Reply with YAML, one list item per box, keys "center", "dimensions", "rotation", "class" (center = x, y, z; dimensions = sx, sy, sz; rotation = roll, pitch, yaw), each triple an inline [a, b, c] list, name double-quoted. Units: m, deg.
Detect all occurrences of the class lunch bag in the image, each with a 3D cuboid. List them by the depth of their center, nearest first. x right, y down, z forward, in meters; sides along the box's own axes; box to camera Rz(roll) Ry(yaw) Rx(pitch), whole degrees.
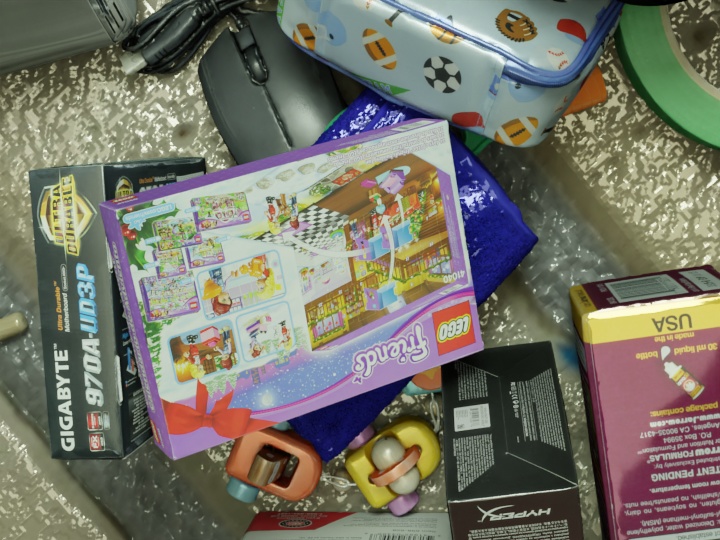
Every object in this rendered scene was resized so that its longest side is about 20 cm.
- center: [0.055, -0.170, 0.739]
  dimensions: [0.198, 0.161, 0.076]
  rotation: [30, 143, 9]
  class: "lunch bag"

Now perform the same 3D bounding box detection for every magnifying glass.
- center: [0.064, -0.088, 0.789]
  dimensions: [0.197, 0.022, 0.081]
  rotation: [-20, 100, -6]
  class: "magnifying glass"

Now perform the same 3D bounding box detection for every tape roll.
- center: [0.257, -0.173, 0.771]
  dimensions: [0.197, 0.048, 0.204]
  rotation: [1, 97, 6]
  class: "tape roll"

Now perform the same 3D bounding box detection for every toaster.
- center: [-0.214, -0.206, 0.746]
  dimensions: [0.127, 0.201, 0.115]
  rotation: [-10, 65, 3]
  class: "toaster"

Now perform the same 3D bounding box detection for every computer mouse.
- center: [-0.060, -0.105, 0.808]
  dimensions: [0.137, 0.053, 0.202]
  rotation: [-32, 92, 7]
  class: "computer mouse"

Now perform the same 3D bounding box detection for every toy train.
- center: [-0.006, 0.087, 0.818]
  dimensions: [0.149, 0.056, 0.202]
  rotation: [29, 98, -3]
  class: "toy train"

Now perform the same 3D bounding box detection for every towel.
- center: [0.000, 0.000, 0.753]
  dimensions: [0.148, 0.050, 0.200]
  rotation: [44, 89, -10]
  class: "towel"

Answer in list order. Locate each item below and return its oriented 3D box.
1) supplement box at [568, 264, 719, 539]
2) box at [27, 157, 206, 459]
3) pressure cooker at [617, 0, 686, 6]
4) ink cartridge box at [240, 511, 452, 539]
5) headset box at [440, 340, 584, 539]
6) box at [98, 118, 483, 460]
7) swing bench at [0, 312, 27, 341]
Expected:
- center: [0.195, 0.108, 0.767]
  dimensions: [0.102, 0.131, 0.203]
  rotation: [-8, 96, 6]
  class: "supplement box"
- center: [-0.137, 0.013, 0.754]
  dimensions: [0.045, 0.200, 0.162]
  rotation: [-2, 97, 9]
  class: "box"
- center: [0.149, -0.239, 0.640]
  dimensions: [0.178, 0.199, 0.177]
  rotation: [-40, 52, 21]
  class: "pressure cooker"
- center: [-0.013, 0.220, 0.765]
  dimensions: [0.142, 0.200, 0.085]
  rotation: [-1, 96, 6]
  class: "ink cartridge box"
- center: [0.097, 0.170, 0.752]
  dimensions: [0.076, 0.149, 0.203]
  rotation: [-8, 116, 7]
  class: "headset box"
- center: [-0.032, 0.006, 0.683]
  dimensions: [0.198, 0.039, 0.139]
  rotation: [-17, 105, -23]
  class: "box"
- center: [-0.354, 0.062, 0.784]
  dimensions: [0.199, 0.199, 0.130]
  rotation: [-41, 91, 8]
  class: "swing bench"
